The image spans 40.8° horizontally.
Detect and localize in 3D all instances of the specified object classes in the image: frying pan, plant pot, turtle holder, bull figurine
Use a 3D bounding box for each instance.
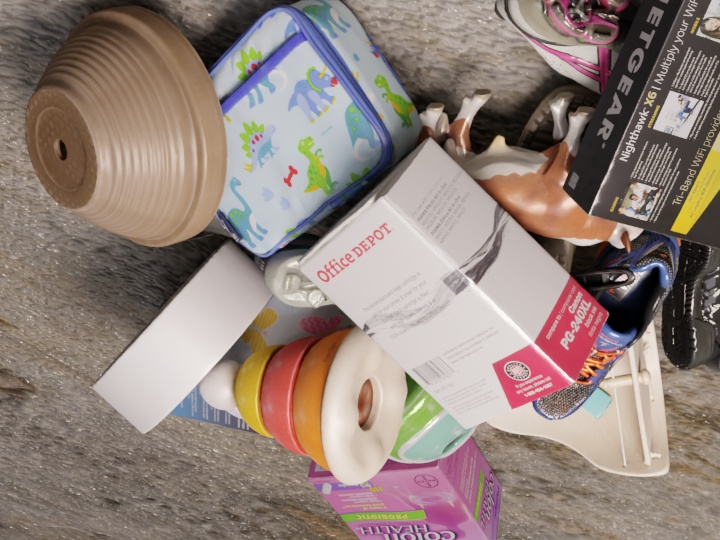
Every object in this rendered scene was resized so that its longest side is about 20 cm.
[{"bbox_3d":[0.146,0.028,0.808,0.190,0.031,0.116,30,131,52],"label":"frying pan"},{"bbox_3d":[-0.209,-0.109,0.797,0.199,0.092,0.203,17,118,35],"label":"plant pot"},{"bbox_3d":[0.069,0.118,1.031,0.132,0.186,0.140,41,164,-28],"label":"turtle holder"},{"bbox_3d":[0.134,-0.075,0.757,0.198,0.065,0.123,3,118,14],"label":"bull figurine"}]

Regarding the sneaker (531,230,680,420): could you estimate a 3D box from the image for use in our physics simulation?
[{"bbox_3d":[0.197,0.046,0.807,0.075,0.079,0.201,25,114,0],"label":"sneaker"}]

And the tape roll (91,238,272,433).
[{"bbox_3d":[-0.175,0.064,0.966,0.071,0.203,0.202,43,134,-8],"label":"tape roll"}]

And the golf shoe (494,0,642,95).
[{"bbox_3d":[0.191,-0.168,0.721,0.199,0.073,0.092,30,169,-23],"label":"golf shoe"}]

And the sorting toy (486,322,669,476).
[{"bbox_3d":[0.194,0.089,0.935,0.178,0.107,0.202,-7,111,19],"label":"sorting toy"}]

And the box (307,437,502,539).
[{"bbox_3d":[0.060,0.265,1.211,0.174,0.097,0.201,-10,134,25],"label":"box"}]

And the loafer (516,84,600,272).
[{"bbox_3d":[0.164,-0.070,0.831,0.075,0.068,0.202,14,124,9],"label":"loafer"}]

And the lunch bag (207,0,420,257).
[{"bbox_3d":[-0.063,-0.118,0.799,0.199,0.082,0.162,-31,95,39],"label":"lunch bag"}]

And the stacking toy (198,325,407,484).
[{"bbox_3d":[-0.067,0.113,0.917,0.198,0.147,0.147,6,140,28],"label":"stacking toy"}]

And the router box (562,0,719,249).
[{"bbox_3d":[0.252,-0.119,0.670,0.156,0.052,0.202,12,113,-19],"label":"router box"}]

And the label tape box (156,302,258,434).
[{"bbox_3d":[-0.146,0.123,1.138,0.198,0.067,0.144,11,140,0],"label":"label tape box"}]

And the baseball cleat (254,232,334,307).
[{"bbox_3d":[0.000,0.000,0.891,0.198,0.106,0.070,12,108,-28],"label":"baseball cleat"}]

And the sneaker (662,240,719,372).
[{"bbox_3d":[0.326,0.016,0.869,0.103,0.060,0.202,-11,114,-22],"label":"sneaker"}]

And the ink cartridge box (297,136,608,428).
[{"bbox_3d":[0.068,0.014,0.758,0.200,0.084,0.145,44,145,-7],"label":"ink cartridge box"}]

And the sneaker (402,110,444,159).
[{"bbox_3d":[0.063,-0.060,0.873,0.199,0.060,0.104,35,131,-27],"label":"sneaker"}]

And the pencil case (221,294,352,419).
[{"bbox_3d":[-0.072,0.068,0.994,0.090,0.084,0.200,17,124,-44],"label":"pencil case"}]

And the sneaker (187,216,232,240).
[{"bbox_3d":[-0.150,-0.063,0.932,0.198,0.067,0.091,21,143,-2],"label":"sneaker"}]
